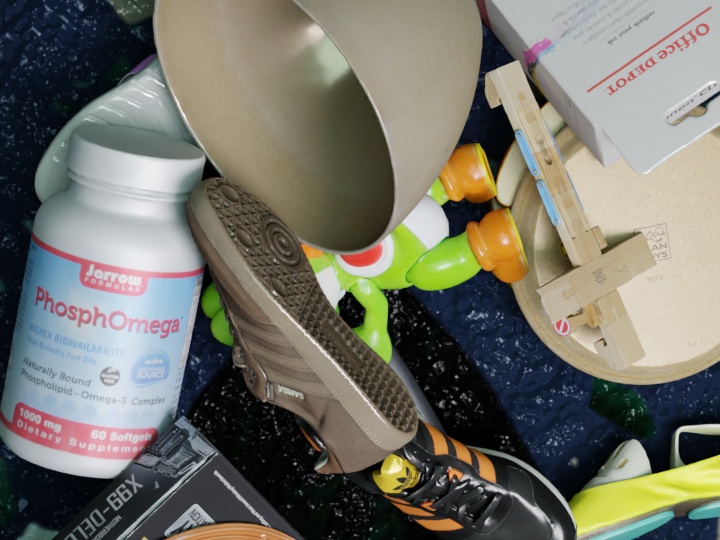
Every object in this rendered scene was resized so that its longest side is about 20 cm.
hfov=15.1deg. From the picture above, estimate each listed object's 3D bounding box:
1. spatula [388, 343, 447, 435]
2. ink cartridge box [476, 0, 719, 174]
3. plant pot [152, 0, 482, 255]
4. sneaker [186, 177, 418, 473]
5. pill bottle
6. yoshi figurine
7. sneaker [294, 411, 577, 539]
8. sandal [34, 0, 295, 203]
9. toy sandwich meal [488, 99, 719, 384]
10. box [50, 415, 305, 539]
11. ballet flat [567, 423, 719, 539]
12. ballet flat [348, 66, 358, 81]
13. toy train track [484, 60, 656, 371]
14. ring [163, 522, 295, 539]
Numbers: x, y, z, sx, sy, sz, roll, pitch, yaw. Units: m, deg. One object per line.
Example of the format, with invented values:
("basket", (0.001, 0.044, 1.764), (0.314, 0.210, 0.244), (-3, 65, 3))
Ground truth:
("spatula", (0.059, 0.128, 1.761), (0.057, 0.021, 0.200), (-31, 98, -4))
("ink cartridge box", (0.161, -0.148, 1.687), (0.116, 0.068, 0.200), (-34, 67, -5))
("plant pot", (-0.006, -0.129, 1.604), (0.134, 0.200, 0.200), (-38, 100, -29))
("sneaker", (-0.053, 0.040, 1.623), (0.076, 0.070, 0.200), (-34, 97, 28))
("pill bottle", (-0.153, 0.018, 1.657), (0.109, 0.109, 0.200), (9, 103, -10))
("yoshi figurine", (0.001, 0.001, 1.704), (0.200, 0.112, 0.112), (-22, 115, 1))
("sneaker", (0.041, 0.132, 1.700), (0.200, 0.090, 0.070), (34, 105, 7))
("sandal", (-0.119, -0.105, 1.701), (0.203, 0.050, 0.082), (-41, 115, 8))
("toy sandwich meal", (0.174, -0.025, 1.748), (0.205, 0.070, 0.205), (-1, 98, -10))
("box", (-0.105, 0.206, 1.679), (0.158, 0.050, 0.200), (-43, 131, -4))
("ballet flat", (0.201, 0.138, 1.771), (0.200, 0.067, 0.067), (-13, 75, -11))
("ballet flat", (-0.001, -0.153, 1.708), (0.069, 0.063, 0.200), (-21, 98, -7))
("toy train track", (0.120, -0.031, 1.678), (0.115, 0.033, 0.200), (-26, 94, -46))
("ring", (-0.101, 0.244, 1.659), (0.200, 0.019, 0.201), (-17, 126, -24))
